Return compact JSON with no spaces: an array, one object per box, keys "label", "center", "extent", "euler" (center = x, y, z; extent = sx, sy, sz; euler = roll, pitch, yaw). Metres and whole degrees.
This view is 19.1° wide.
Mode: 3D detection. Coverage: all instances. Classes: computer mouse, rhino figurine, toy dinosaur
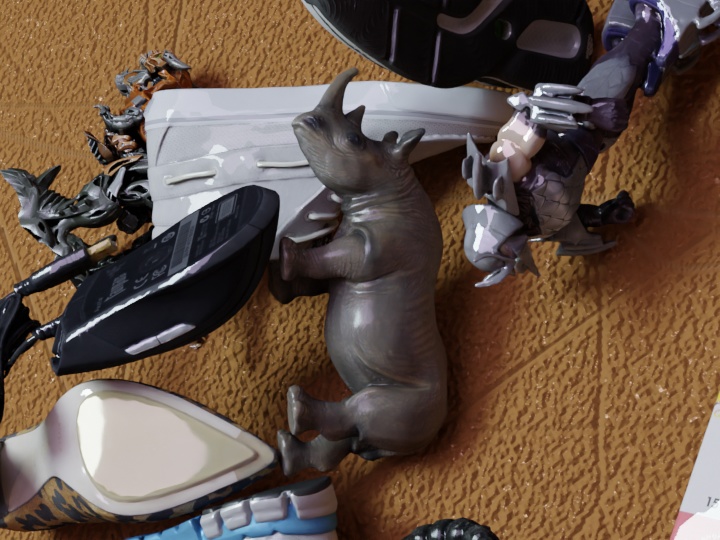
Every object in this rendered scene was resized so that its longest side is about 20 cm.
[{"label":"computer mouse","center":[-0.116,0.014,1.093],"extent":[0.200,0.046,0.141],"euler":[-31,21,11]},{"label":"rhino figurine","center":[0.000,0.000,1.063],"extent":[0.060,0.087,0.201],"euler":[176,92,-77]},{"label":"toy dinosaur","center":[-0.119,-0.043,1.208],"extent":[0.135,0.102,0.200],"euler":[-24,30,6]}]

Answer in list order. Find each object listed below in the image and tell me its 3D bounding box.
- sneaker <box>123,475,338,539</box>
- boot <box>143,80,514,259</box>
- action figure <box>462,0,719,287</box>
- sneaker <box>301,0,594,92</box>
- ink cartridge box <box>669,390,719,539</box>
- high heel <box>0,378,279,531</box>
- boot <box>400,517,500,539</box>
[{"label":"sneaker","center":[-0.086,0.169,1.082],"extent":[0.200,0.075,0.087],"euler":[-21,81,40]},{"label":"boot","center":[-0.016,-0.049,1.132],"extent":[0.199,0.074,0.096],"euler":[-1,89,14]},{"label":"action figure","center":[0.111,-0.070,1.018],"extent":[0.069,0.130,0.200],"euler":[33,73,15]},{"label":"sneaker","center":[0.015,-0.127,1.076],"extent":[0.115,0.200,0.076],"euler":[7,87,44]},{"label":"ink cartridge box","center":[0.214,0.064,0.901],"extent":[0.116,0.067,0.201],"euler":[9,73,40]},{"label":"high heel","center":[-0.123,0.105,1.130],"extent":[0.199,0.143,0.072],"euler":[-1,74,15]},{"label":"boot","center":[0.118,0.173,0.855],"extent":[0.211,0.158,0.080],"euler":[13,75,41]}]
